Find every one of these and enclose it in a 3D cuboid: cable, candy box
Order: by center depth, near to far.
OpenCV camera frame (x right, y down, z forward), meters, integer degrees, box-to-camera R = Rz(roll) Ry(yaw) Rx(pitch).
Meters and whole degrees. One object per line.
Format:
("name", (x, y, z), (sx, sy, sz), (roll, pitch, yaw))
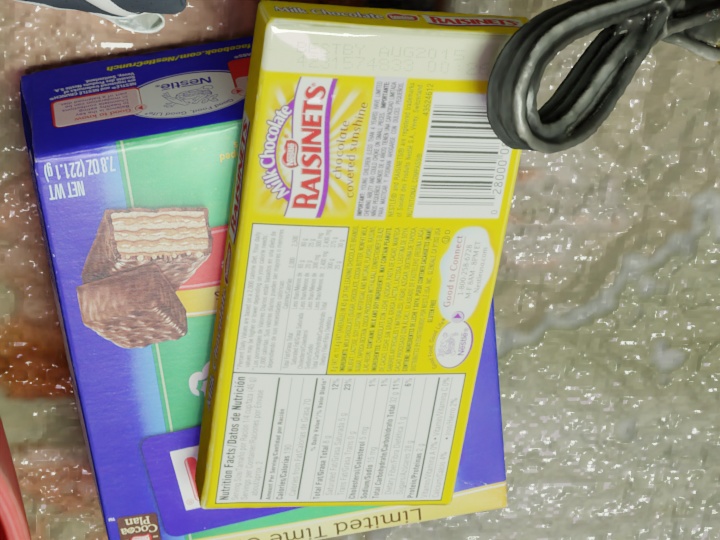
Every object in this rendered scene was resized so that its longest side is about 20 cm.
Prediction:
("cable", (0.123, -0.098, 0.760), (0.200, 0.050, 0.097), (-22, 123, -48))
("candy box", (0.000, 0.000, 0.771), (0.102, 0.026, 0.201), (3, 118, -14))
("candy box", (-0.035, 0.012, 0.832), (0.169, 0.077, 0.200), (-10, 123, -6))

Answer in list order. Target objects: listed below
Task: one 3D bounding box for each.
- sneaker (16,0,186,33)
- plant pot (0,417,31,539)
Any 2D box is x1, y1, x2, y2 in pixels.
("sneaker", (-0.062, -0.164, 0.722), (0.129, 0.080, 0.199), (24, 114, -24))
("plant pot", (-0.220, 0.064, 0.772), (0.200, 0.177, 0.201), (-5, 121, -8))
